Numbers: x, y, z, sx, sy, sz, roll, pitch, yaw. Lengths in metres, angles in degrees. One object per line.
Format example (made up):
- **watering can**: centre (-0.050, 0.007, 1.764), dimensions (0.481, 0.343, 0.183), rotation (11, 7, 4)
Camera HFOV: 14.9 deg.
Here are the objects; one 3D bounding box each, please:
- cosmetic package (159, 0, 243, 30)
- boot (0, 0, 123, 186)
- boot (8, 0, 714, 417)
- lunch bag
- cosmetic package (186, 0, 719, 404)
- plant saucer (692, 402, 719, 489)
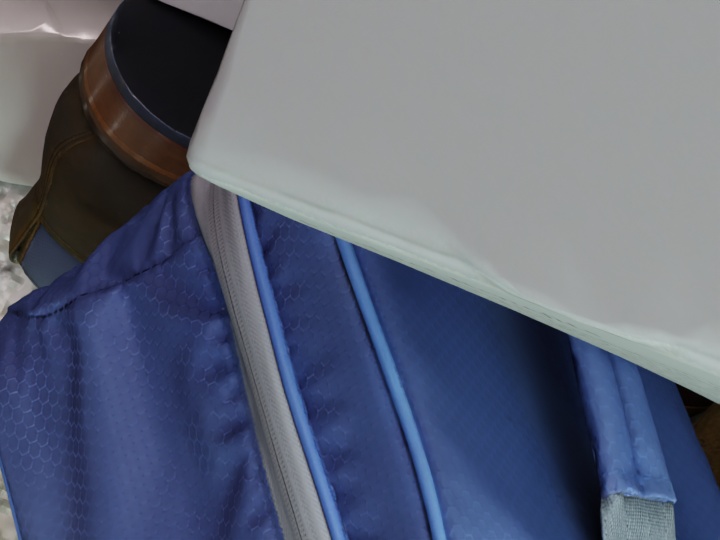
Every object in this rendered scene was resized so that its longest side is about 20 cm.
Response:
- **cosmetic package**: centre (0.021, -0.115, 0.725), dimensions (0.199, 0.052, 0.151), rotation (22, 51, 9)
- **boot**: centre (-0.039, -0.082, 0.784), dimensions (0.199, 0.073, 0.091), rotation (-3, 53, 5)
- **boot**: centre (0.000, 0.000, 0.759), dimensions (0.200, 0.097, 0.075), rotation (29, 48, -16)
- **lunch bag**: centre (0.012, 0.052, 0.629), dimensions (0.132, 0.136, 0.200), rotation (-34, 56, 26)
- **cosmetic package**: centre (0.111, -0.047, 0.490), dimensions (0.167, 0.200, 0.167), rotation (22, 90, 33)
- **plant saucer**: centre (0.142, 0.061, 0.675), dimensions (0.200, 0.200, 0.036), rotation (-30, 119, -5)
